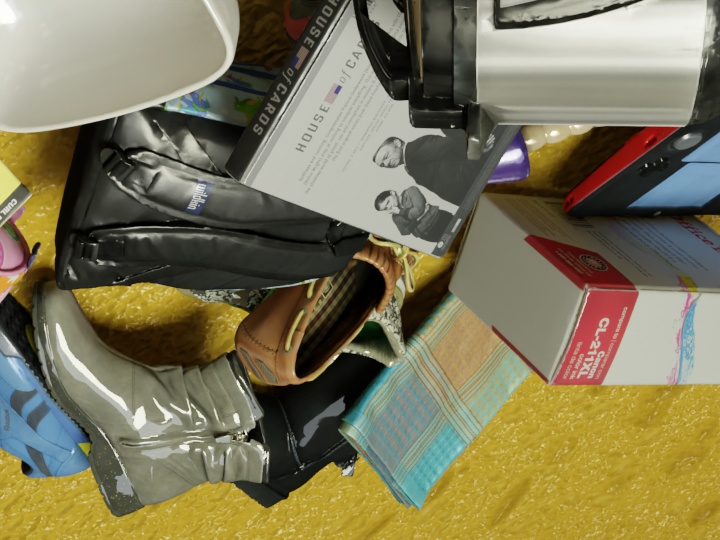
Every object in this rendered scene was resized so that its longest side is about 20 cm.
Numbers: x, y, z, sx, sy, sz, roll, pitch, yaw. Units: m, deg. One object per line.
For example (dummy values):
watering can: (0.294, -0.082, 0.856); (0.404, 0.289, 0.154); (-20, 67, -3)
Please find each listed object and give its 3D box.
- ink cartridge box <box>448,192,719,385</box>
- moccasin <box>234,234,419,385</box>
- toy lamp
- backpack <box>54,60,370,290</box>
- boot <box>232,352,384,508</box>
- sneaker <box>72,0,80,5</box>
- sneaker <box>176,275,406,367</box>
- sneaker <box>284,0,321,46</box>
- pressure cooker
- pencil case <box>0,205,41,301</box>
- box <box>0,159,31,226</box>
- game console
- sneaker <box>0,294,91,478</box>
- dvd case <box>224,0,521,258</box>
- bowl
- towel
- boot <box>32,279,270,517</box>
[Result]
ink cartridge box: (0.190, 0.015, 1.278); (0.199, 0.146, 0.083); (3, 116, -33)
moccasin: (-0.001, -0.001, 1.193); (0.201, 0.078, 0.074); (-44, 126, -28)
toy lamp: (0.156, -0.108, 1.220); (0.199, 0.058, 0.058); (-20, 140, -8)
backpack: (-0.082, -0.061, 1.107); (0.199, 0.154, 0.164); (11, 123, -17)
boot: (-0.046, 0.103, 1.345); (0.162, 0.074, 0.198); (-31, 144, 11)
sneaker: (-0.100, -0.203, 0.974); (0.076, 0.081, 0.200); (17, 127, -40)
sneaker: (-0.039, 0.024, 1.246); (0.199, 0.089, 0.077); (11, 130, -33)
sneaker: (0.020, -0.210, 1.031); (0.200, 0.071, 0.098); (-39, 138, 16)
pressure cooker: (0.094, -0.159, 0.915); (0.199, 0.176, 0.179); (2, 128, 5)
pencil case: (-0.292, 0.030, 1.141); (0.087, 0.088, 0.200); (19, 124, -39)
box: (-0.273, -0.101, 0.983); (0.050, 0.075, 0.200); (-47, 131, -11)
game console: (0.266, -0.086, 1.260); (0.199, 0.031, 0.177); (-1, 149, -40)
sneaker: (-0.248, 0.089, 1.240); (0.078, 0.066, 0.200); (-20, 140, 2)
dvd case: (0.024, -0.095, 1.055); (0.200, 0.025, 0.151); (19, 106, -50)
bowl: (-0.172, -0.174, 0.921); (0.199, 0.075, 0.200); (-11, 132, 31)
towel: (0.076, 0.080, 1.352); (0.200, 0.022, 0.147); (-49, 140, -10)
boot: (-0.142, 0.076, 1.228); (0.130, 0.068, 0.201); (-17, 117, 7)
